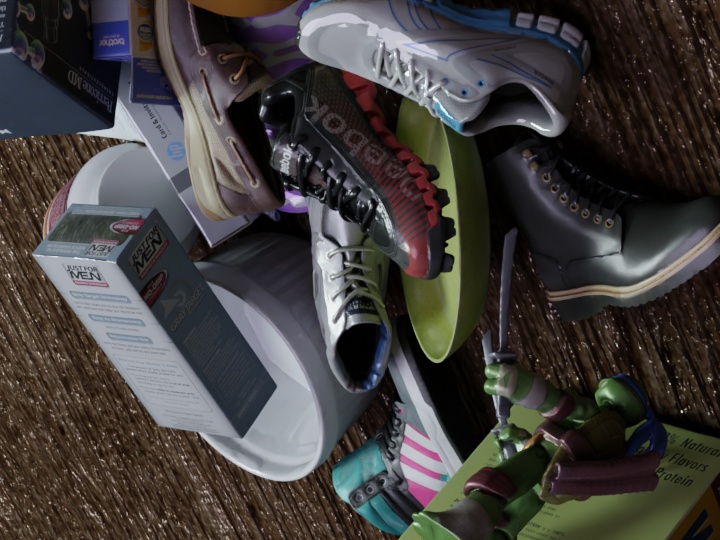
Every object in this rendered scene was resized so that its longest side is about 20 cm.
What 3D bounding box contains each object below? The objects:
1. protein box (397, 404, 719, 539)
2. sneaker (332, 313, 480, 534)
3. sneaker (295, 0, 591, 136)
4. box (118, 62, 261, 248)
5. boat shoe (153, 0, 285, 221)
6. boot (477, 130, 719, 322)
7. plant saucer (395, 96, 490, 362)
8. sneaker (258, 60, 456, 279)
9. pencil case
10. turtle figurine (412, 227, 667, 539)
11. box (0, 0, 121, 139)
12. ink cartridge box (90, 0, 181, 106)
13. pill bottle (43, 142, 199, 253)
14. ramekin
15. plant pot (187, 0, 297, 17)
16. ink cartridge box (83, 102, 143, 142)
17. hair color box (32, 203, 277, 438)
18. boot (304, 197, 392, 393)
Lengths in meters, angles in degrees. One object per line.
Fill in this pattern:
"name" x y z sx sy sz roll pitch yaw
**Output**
"protein box" 0.161 0.218 1.565 0.198 0.200 0.136 13 138 41
"sneaker" 0.027 0.135 1.733 0.120 0.084 0.201 -16 111 19
"sneaker" 0.052 -0.134 1.425 0.198 0.087 0.075 9 144 2
"box" -0.141 -0.122 1.678 0.041 0.156 0.201 -30 96 10
"boat shoe" -0.095 -0.136 1.551 0.071 0.072 0.202 -5 101 26
"boot" 0.161 -0.047 1.460 0.139 0.077 0.200 55 143 -7
"plant saucer" 0.060 -0.036 1.547 0.200 0.031 0.202 175 90 -79
"sneaker" -0.007 -0.068 1.492 0.201 0.097 0.071 60 153 28
"pencil case" -0.053 -0.142 1.621 0.085 0.083 0.201 40 146 52
"turtle figurine" 0.094 0.117 1.497 0.200 0.194 0.144 46 156 -6
"box" -0.245 -0.215 1.536 0.106 0.202 0.148 -3 163 22
"ink cartridge box" -0.153 -0.219 1.563 0.042 0.119 0.202 -4 90 25
"pill bottle" -0.195 -0.043 1.783 0.113 0.113 0.200 55 162 -3
"ramekin" -0.073 0.063 1.786 0.199 0.105 0.201 28 137 29
"plant pot" -0.078 -0.275 1.450 0.200 0.200 0.184 40 153 16
"ink cartridge box" -0.243 -0.199 1.761 0.200 0.041 0.200 14 138 57
"hair color box" -0.158 0.040 1.676 0.098 0.061 0.201 4 139 41
"boot" 0.000 0.000 1.614 0.201 0.073 0.096 86 173 -45
